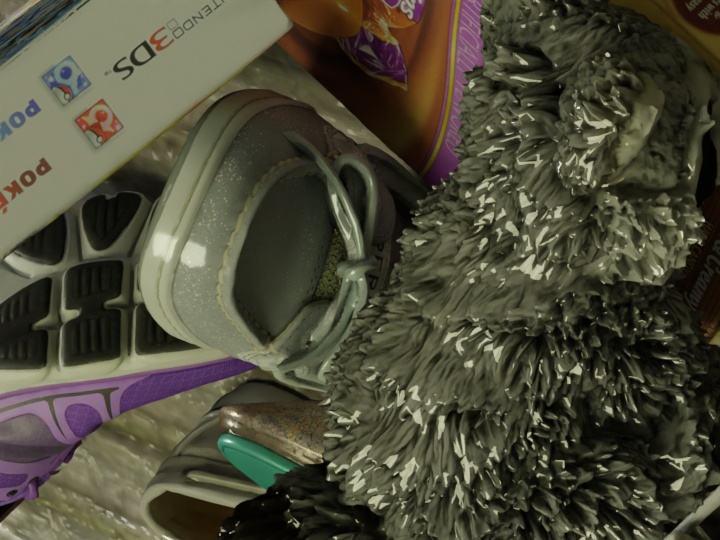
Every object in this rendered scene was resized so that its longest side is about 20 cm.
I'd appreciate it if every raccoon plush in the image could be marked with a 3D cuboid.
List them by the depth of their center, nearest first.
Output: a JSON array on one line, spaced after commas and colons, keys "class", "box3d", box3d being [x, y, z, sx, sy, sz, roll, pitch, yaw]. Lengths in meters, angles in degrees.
[{"class": "raccoon plush", "box3d": [0.018, 0.019, 0.712, 0.097, 0.200, 0.134, 34, 156, 39]}]

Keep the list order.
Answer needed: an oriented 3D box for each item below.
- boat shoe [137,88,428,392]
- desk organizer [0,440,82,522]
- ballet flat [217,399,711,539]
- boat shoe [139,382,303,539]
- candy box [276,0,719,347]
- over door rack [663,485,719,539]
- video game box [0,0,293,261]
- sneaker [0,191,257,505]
[{"class": "boat shoe", "box3d": [0.000, 0.002, 0.834, 0.065, 0.075, 0.202, 19, 174, 24]}, {"class": "desk organizer", "box3d": [-0.160, -0.001, 1.059, 0.077, 0.072, 0.201, 23, 137, 27]}, {"class": "ballet flat", "box3d": [0.051, 0.079, 0.919, 0.200, 0.067, 0.068, 32, 164, 9]}, {"class": "boat shoe", "box3d": [0.011, 0.106, 0.982, 0.200, 0.070, 0.071, 27, 139, 26]}, {"class": "candy box", "box3d": [0.060, -0.060, 0.793, 0.200, 0.056, 0.117, 42, 143, 6]}, {"class": "over door rack", "box3d": [0.159, 0.086, 0.774, 0.147, 0.067, 0.200, 22, 144, -3]}, {"class": "video game box", "box3d": [-0.119, -0.028, 0.841, 0.047, 0.182, 0.200, 51, 172, -11]}, {"class": "sneaker", "box3d": [-0.110, 0.036, 1.003, 0.199, 0.081, 0.084, -16, 134, 20]}]
